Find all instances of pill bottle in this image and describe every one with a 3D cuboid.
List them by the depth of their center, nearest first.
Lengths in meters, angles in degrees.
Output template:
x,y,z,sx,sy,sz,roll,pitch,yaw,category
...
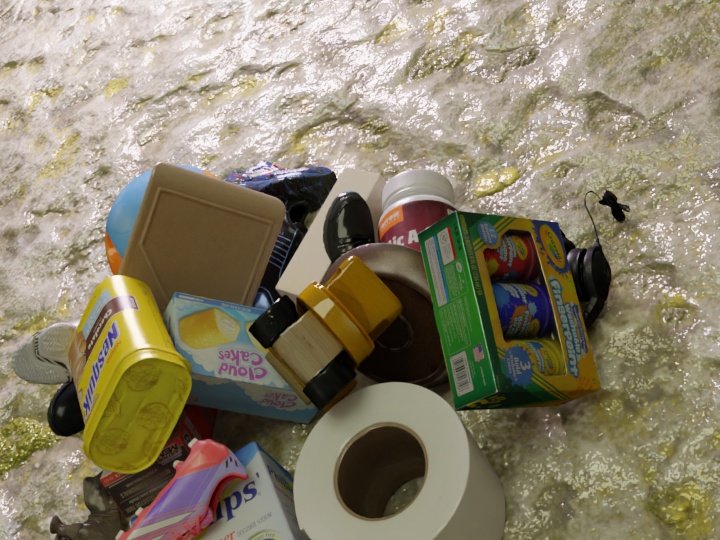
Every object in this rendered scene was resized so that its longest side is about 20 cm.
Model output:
x,y,z,sx,sy,sz,roll,pitch,yaw,category
0.079,-0.021,1.321,0.113,0.114,0.202,-16,52,16,pill bottle

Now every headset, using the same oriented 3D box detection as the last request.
x,y,z,sx,sy,sz,roll,pitch,yaw,category
0.254,-0.004,1.266,0.123,0.094,0.202,28,88,37,headset

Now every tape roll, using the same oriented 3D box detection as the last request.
x,y,z,sx,sy,sz,roll,pitch,yaw,category
0.044,0.242,1.139,0.200,0.139,0.205,-14,53,19,tape roll

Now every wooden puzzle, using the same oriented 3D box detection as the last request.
x,y,z,sx,sy,sz,roll,pitch,yaw,category
-0.207,-0.019,1.341,0.037,0.183,0.203,31,103,61,wooden puzzle

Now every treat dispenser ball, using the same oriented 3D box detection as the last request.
x,y,z,sx,sy,sz,roll,pitch,yaw,category
-0.249,-0.043,1.446,0.198,0.201,0.203,-13,53,18,treat dispenser ball

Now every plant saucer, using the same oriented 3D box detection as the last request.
x,y,z,sx,sy,sz,roll,pitch,yaw,category
0.039,0.064,1.232,0.198,0.202,0.032,-1,30,26,plant saucer

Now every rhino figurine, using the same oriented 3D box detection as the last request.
x,y,z,sx,sy,sz,roll,pitch,yaw,category
-0.345,0.340,1.319,0.086,0.060,0.202,12,62,11,rhino figurine

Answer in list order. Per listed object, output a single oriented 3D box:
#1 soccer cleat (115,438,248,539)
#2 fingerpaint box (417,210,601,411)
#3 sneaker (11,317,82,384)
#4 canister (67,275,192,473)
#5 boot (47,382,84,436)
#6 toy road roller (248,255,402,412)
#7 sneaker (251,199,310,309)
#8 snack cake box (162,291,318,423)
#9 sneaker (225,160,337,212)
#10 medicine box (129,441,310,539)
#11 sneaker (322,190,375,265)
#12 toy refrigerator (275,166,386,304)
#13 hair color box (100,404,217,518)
x,y,z,sx,sy,sz,roll,pitch,yaw,category
-0.205,0.278,1.159,0.076,0.067,0.201,34,82,12,soccer cleat
0.164,0.045,1.157,0.073,0.165,0.203,-31,63,46,fingerpaint box
-0.360,0.095,1.385,0.198,0.076,0.115,-21,4,-22,sneaker
-0.272,0.113,1.216,0.150,0.086,0.200,-62,32,15,canister
-0.296,0.150,1.356,0.199,0.066,0.165,-8,28,47,boot
-0.031,0.069,1.187,0.146,0.200,0.123,-42,85,-10,toy road roller
-0.105,-0.014,1.440,0.077,0.070,0.202,-16,55,18,sneaker
-0.144,0.109,1.295,0.067,0.198,0.116,-53,34,41,snack cake box
-0.125,-0.128,1.530,0.197,0.076,0.079,-5,52,22,sneaker
-0.143,0.334,1.194,0.181,0.103,0.201,-32,50,3,medicine box
0.000,0.000,1.326,0.082,0.072,0.203,-4,87,60,sneaker
-0.031,-0.033,1.412,0.069,0.076,0.202,14,66,33,toy refrigerator
-0.242,0.207,1.296,0.110,0.064,0.200,-29,17,5,hair color box
